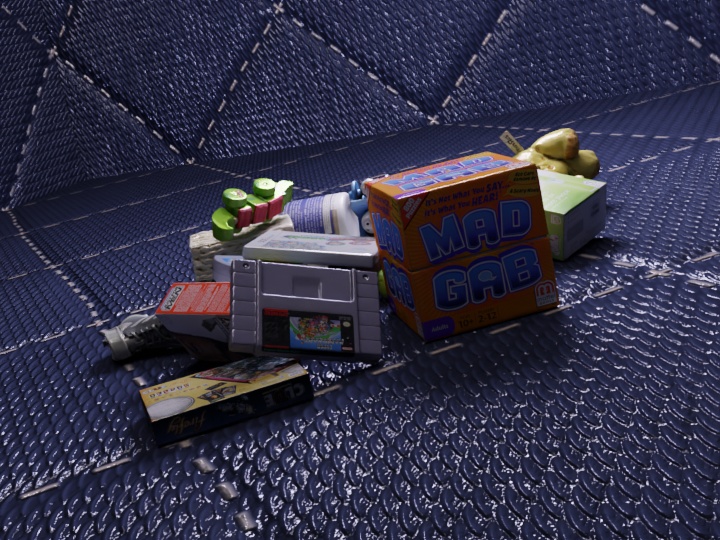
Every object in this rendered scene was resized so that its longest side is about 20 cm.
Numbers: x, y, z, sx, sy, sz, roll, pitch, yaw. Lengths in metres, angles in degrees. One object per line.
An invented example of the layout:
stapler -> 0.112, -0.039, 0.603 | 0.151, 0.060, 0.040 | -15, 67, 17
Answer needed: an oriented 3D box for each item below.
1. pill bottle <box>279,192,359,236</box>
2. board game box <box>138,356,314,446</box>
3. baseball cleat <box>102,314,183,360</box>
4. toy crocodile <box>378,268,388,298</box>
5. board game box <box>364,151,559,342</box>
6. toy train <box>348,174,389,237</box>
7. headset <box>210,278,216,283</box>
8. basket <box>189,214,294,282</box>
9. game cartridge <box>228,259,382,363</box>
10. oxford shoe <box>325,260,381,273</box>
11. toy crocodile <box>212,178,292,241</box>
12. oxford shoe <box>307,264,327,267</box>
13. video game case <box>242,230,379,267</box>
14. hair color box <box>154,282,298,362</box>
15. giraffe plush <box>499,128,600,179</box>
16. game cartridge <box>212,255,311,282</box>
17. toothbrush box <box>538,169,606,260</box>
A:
pill bottle -> -0.110, -0.074, 2.053 | 0.198, 0.121, 0.120 | -8, 14, 12
board game box -> -0.171, 0.156, 1.365 | 0.198, 0.035, 0.135 | -16, 14, -14
baseball cleat -> -0.319, 0.104, 1.663 | 0.199, 0.070, 0.106 | -12, 16, 44
toy crocodile -> 0.086, -0.005, 1.759 | 0.067, 0.062, 0.200 | -4, 11, 25
board game box -> 0.139, -0.041, 1.536 | 0.198, 0.202, 0.200 | -15, 14, -10
toy train -> 0.038, -0.084, 1.847 | 0.086, 0.115, 0.200 | -10, -19, 11
headset -> -0.135, 0.043, 1.623 | 0.199, 0.095, 0.123 | 25, 14, 27
basket -> -0.196, -0.013, 1.875 | 0.198, 0.124, 0.136 | -14, 14, -6
game cartridge -> -0.071, 0.053, 1.410 | 0.198, 0.131, 0.038 | 5, -35, -14
oxford shoe -> 0.000, 0.000, 1.760 | 0.071, 0.074, 0.199 | 1, 19, 41
toy crocodile -> -0.178, -0.103, 1.816 | 0.061, 0.068, 0.199 | 29, 33, 26
oxford shoe -> -0.013, -0.036, 1.954 | 0.199, 0.058, 0.075 | -19, 13, -34
video game case -> -0.067, -0.035, 1.689 | 0.198, 0.024, 0.182 | 4, 10, 7
hair color box -> -0.178, 0.074, 1.516 | 0.199, 0.111, 0.064 | -1, 49, 40
giraffe plush -> 0.342, -0.155, 1.949 | 0.199, 0.173, 0.163 | 22, 30, -23
game cartridge -> -0.146, 0.004, 1.600 | 0.132, 0.041, 0.200 | -3, 8, -22
toothbrush box -> 0.284, -0.101, 1.788 | 0.199, 0.087, 0.145 | 16, 33, 37
